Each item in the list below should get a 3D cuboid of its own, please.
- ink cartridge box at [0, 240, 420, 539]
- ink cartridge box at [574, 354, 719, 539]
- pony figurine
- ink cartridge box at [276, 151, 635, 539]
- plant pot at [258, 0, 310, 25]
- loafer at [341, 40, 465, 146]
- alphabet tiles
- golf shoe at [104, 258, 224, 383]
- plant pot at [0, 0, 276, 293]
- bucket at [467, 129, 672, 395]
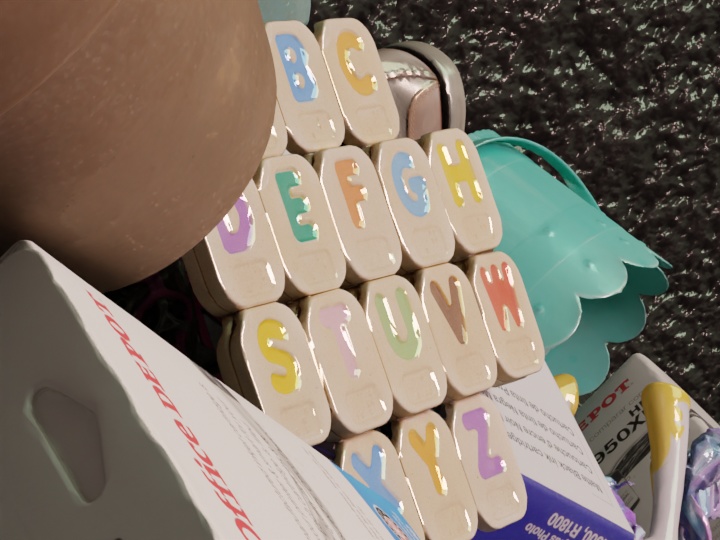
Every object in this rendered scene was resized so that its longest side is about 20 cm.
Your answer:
[{"bbox_3d":[-0.037,0.100,0.730,0.200,0.084,0.145,40,8,-46],"label":"ink cartridge box"},{"bbox_3d":[0.155,0.154,1.388,0.084,0.145,0.200,43,6,-25],"label":"ink cartridge box"},{"bbox_3d":[0.122,0.149,1.191,0.193,0.167,0.200,28,46,-16],"label":"pony figurine"},{"bbox_3d":[0.026,0.052,0.993,0.199,0.041,0.200,29,28,-48],"label":"ink cartridge box"},{"bbox_3d":[-0.102,-0.164,0.916,0.200,0.200,0.197,52,-24,46],"label":"plant pot"},{"bbox_3d":[0.000,0.000,1.137,0.072,0.201,0.063,15,17,34],"label":"loafer"},{"bbox_3d":[0.004,0.004,0.911,0.200,0.015,0.196,-13,83,-59],"label":"alphabet tiles"},{"bbox_3d":[-0.093,0.020,0.994,0.200,0.073,0.092,53,-4,-38],"label":"golf shoe"},{"bbox_3d":[-0.108,-0.079,0.733,0.200,0.200,0.175,51,-1,40],"label":"plant pot"},{"bbox_3d":[0.070,0.025,1.517,0.135,0.207,0.207,41,4,14],"label":"bucket"}]
